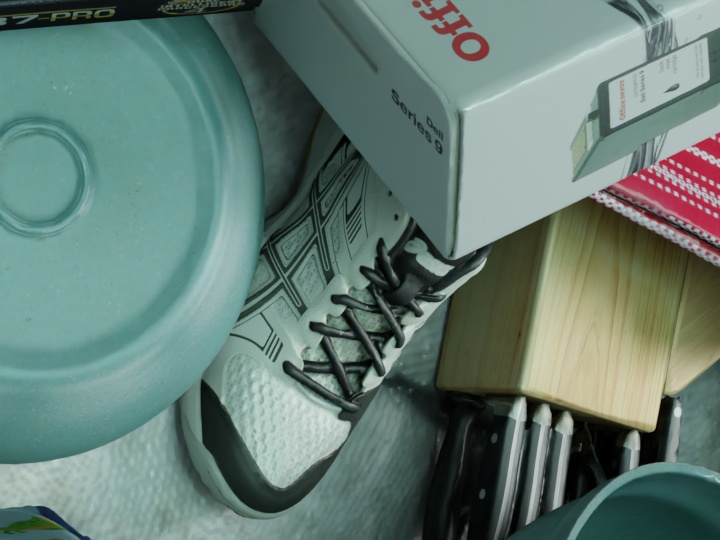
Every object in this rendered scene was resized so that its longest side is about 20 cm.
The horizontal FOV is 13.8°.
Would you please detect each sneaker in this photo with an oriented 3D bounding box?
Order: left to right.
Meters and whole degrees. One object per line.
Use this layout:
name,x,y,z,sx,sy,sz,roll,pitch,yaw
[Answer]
sneaker,0.000,0.000,1.120,0.075,0.087,0.201,31,76,-30

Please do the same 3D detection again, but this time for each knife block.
knife block,0.069,0.022,1.175,0.175,0.064,0.201,-35,108,-28

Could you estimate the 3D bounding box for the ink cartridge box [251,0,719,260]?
ink cartridge box,0.076,-0.113,1.084,0.199,0.146,0.084,-25,145,-20

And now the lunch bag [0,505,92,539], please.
lunch bag,-0.122,0.165,0.976,0.082,0.200,0.162,-3,95,-18

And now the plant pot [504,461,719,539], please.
plant pot,0.084,0.185,1.095,0.200,0.134,0.202,24,55,-40

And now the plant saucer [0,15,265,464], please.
plant saucer,-0.120,-0.032,1.060,0.199,0.036,0.202,2,86,-24

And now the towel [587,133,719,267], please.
towel,0.144,-0.084,1.165,0.144,0.022,0.201,26,48,-16

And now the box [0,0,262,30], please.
box,-0.120,-0.184,1.026,0.160,0.049,0.202,-5,83,-9
